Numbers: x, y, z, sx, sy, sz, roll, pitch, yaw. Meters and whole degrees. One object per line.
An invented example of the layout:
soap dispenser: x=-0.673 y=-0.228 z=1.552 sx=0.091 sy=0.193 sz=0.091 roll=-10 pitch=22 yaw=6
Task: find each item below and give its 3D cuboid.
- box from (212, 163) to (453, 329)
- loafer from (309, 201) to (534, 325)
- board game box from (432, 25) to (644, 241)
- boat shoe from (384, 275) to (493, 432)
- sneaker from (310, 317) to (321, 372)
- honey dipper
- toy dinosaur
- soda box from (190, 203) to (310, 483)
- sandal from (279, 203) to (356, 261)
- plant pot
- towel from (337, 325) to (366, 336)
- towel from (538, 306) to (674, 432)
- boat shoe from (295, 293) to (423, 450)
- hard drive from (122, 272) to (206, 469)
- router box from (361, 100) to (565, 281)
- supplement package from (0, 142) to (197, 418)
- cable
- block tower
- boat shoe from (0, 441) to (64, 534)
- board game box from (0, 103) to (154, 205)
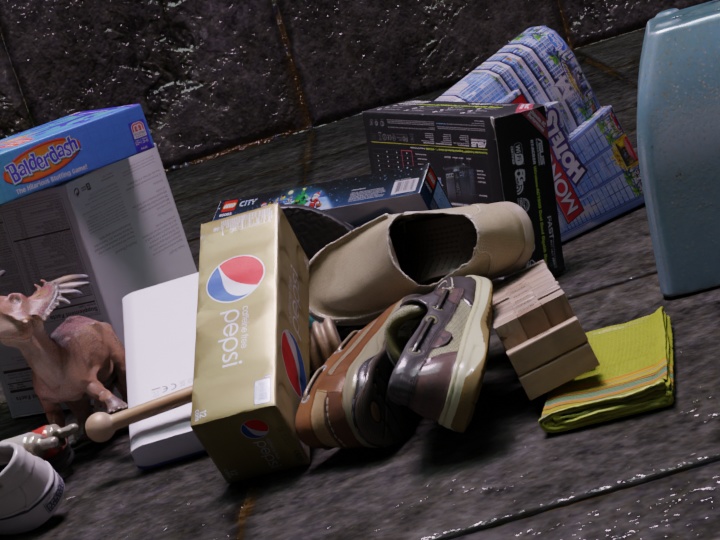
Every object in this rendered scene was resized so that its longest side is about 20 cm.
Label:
box: x=-0.008 y=-0.014 z=1.578 sx=0.200 sy=0.137 sz=0.038 roll=-8 pitch=43 yaw=27
loafer: x=0.031 y=-0.011 z=1.418 sx=0.200 sy=0.076 sz=0.068 roll=-20 pitch=-17 yaw=27
board game box: x=0.159 y=-0.098 z=1.773 sx=0.200 sy=0.200 sz=0.062 roll=-40 pitch=20 yaw=-30
boat shoe: x=0.049 y=0.044 z=1.264 sx=0.066 sy=0.072 sz=0.201 roll=18 pitch=20 yaw=-4
sneaker: x=-0.091 y=0.045 z=1.585 sx=0.200 sy=0.078 sz=0.080 roll=7 pitch=53 yaw=45
honey dipper: x=-0.109 y=0.085 z=1.393 sx=0.200 sy=0.038 sz=0.038 roll=-20 pitch=10 yaw=3
toy dinosaur: x=-0.228 y=0.065 z=1.516 sx=0.086 sy=0.136 sz=0.200 roll=-21 pitch=-11 yaw=8
soda box: x=-0.076 y=0.048 z=1.337 sx=0.064 sy=0.068 sz=0.200 roll=-15 pitch=43 yaw=13
sandal: x=0.000 y=0.001 z=1.516 sx=0.200 sy=0.075 sz=0.048 roll=21 pitch=12 yaw=-16
plant pot: x=0.308 y=-0.117 z=1.485 sx=0.195 sy=0.200 sz=0.196 roll=-14 pitch=11 yaw=12
towel: x=-0.030 y=0.037 z=1.721 sx=0.200 sy=0.023 sz=0.153 roll=-13 pitch=10 yaw=25
towel: x=0.167 y=0.064 z=1.265 sx=0.086 sy=0.018 sz=0.200 roll=-14 pitch=10 yaw=12
boat shoe: x=0.007 y=0.072 z=1.333 sx=0.074 sy=0.076 sz=0.200 roll=-16 pitch=9 yaw=22
hard drive: x=-0.118 y=0.067 z=1.472 sx=0.132 sy=0.025 sz=0.200 roll=-17 pitch=35 yaw=2
router box: x=0.090 y=-0.072 z=1.681 sx=0.062 sy=0.150 sz=0.200 roll=-16 pitch=15 yaw=-33
supplement package: x=-0.254 y=0.009 z=1.734 sx=0.150 sy=0.200 sz=0.152 roll=-11 pitch=12 yaw=30
cable: x=-0.304 y=0.154 z=1.457 sx=0.200 sy=0.050 sz=0.097 roll=-11 pitch=17 yaw=24
block tower: x=0.123 y=0.037 z=1.326 sx=0.058 sy=0.054 sz=0.200 roll=-26 pitch=7 yaw=2
boat shoe: x=-0.311 y=0.159 z=1.359 sx=0.200 sy=0.066 sz=0.072 roll=-6 pitch=46 yaw=29
board game box: x=-0.302 y=-0.093 z=1.661 sx=0.200 sy=0.045 sz=0.152 roll=-24 pitch=13 yaw=-28
